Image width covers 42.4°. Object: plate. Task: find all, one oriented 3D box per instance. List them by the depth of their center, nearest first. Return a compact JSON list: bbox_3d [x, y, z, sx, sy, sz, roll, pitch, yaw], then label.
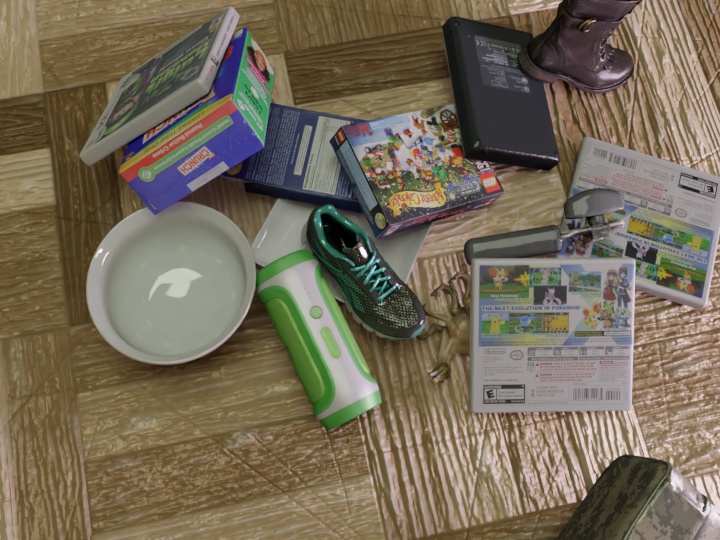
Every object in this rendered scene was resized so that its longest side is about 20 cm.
[{"bbox_3d":[-0.015,-0.055,1.185,0.198,0.032,0.202,23,70,7],"label":"plate"}]

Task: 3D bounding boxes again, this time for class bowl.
[{"bbox_3d":[-0.220,0.026,1.114,0.198,0.091,0.204,0,69,-1],"label":"bowl"}]

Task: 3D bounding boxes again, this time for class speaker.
[{"bbox_3d":[-0.051,0.081,1.091,0.088,0.088,0.202,-25,83,-11],"label":"speaker"}]

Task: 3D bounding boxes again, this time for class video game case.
[{"bbox_3d":[0.229,0.077,1.110,0.197,0.022,0.185,0,95,-4],"label":"video game case"},{"bbox_3d":[-0.244,-0.228,1.136,0.198,0.023,0.183,-25,35,26],"label":"video game case"},{"bbox_3d":[0.364,-0.064,1.202,0.198,0.022,0.184,18,70,3],"label":"video game case"}]

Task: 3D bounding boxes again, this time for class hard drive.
[{"bbox_3d":[0.186,-0.234,1.231,0.138,0.033,0.202,5,65,-26],"label":"hard drive"}]

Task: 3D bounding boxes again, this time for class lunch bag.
[{"bbox_3d":[0.309,0.327,1.001,0.167,0.139,0.201,41,75,-5],"label":"lunch bag"}]

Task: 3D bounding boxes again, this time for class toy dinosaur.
[{"bbox_3d":[0.136,0.054,1.150,0.200,0.058,0.101,-42,92,-15],"label":"toy dinosaur"}]

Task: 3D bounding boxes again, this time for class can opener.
[{"bbox_3d":[0.223,-0.054,1.136,0.197,0.053,0.068,-9,89,3],"label":"can opener"}]

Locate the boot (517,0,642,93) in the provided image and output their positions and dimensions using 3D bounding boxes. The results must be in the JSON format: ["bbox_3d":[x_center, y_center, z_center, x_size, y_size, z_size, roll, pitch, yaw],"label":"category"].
[{"bbox_3d":[0.316,-0.309,1.204,0.198,0.174,0.070,-2,67,-24],"label":"boot"}]

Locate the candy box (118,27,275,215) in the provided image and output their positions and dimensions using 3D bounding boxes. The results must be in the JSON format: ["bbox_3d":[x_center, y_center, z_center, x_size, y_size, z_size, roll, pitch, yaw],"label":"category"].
[{"bbox_3d":[-0.193,-0.184,1.120,0.168,0.077,0.201,-28,35,18],"label":"candy box"}]

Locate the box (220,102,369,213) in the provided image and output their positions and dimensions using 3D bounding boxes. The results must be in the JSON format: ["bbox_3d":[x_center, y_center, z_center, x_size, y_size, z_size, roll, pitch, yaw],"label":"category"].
[{"bbox_3d":[-0.071,-0.147,1.185,0.197,0.032,0.123,11,67,2],"label":"box"}]

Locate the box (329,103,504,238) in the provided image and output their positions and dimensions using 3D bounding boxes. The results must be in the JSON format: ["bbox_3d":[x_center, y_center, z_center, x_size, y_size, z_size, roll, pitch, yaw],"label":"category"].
[{"bbox_3d":[0.074,-0.129,1.161,0.198,0.038,0.138,-18,75,-36],"label":"box"}]

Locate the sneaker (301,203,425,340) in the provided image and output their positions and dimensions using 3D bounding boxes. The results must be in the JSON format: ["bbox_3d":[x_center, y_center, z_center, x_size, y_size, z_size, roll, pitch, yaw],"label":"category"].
[{"bbox_3d":[0.000,0.000,1.100,0.078,0.091,0.200,-42,77,-15],"label":"sneaker"}]
